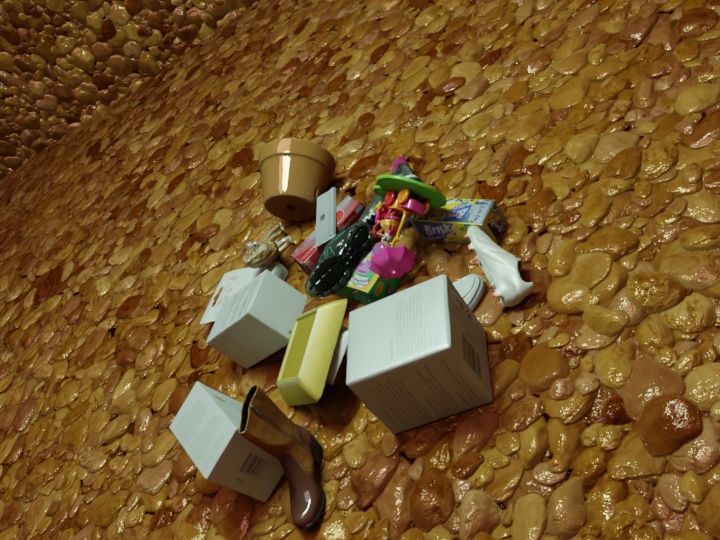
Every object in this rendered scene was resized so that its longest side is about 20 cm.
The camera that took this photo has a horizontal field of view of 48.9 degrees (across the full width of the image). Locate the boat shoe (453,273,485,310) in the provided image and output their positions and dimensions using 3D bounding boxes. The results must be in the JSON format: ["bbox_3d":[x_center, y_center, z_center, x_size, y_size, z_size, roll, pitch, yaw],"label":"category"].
[{"bbox_3d":[0.149,0.071,1.488,0.200,0.067,0.073,-44,36,-4],"label":"boat shoe"}]

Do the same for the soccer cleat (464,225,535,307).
[{"bbox_3d":[0.258,-0.014,1.480,0.077,0.070,0.202,-26,48,4],"label":"soccer cleat"}]

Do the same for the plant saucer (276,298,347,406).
[{"bbox_3d":[-0.104,0.155,1.536,0.199,0.048,0.203,-26,45,65],"label":"plant saucer"}]

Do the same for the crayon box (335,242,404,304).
[{"bbox_3d":[0.000,0.000,1.704,0.199,0.058,0.119,16,64,49],"label":"crayon box"}]

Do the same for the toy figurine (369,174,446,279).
[{"bbox_3d":[0.063,-0.075,1.589,0.199,0.149,0.187,4,73,62],"label":"toy figurine"}]

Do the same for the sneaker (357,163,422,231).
[{"bbox_3d":[0.056,-0.158,1.753,0.200,0.066,0.091,-46,42,27],"label":"sneaker"}]

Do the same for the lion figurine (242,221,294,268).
[{"bbox_3d":[-0.225,-0.056,1.922,0.122,0.073,0.200,-37,4,-1],"label":"lion figurine"}]

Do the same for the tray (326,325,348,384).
[{"bbox_3d":[-0.069,0.150,1.552,0.109,0.022,0.200,-68,17,-1],"label":"tray"}]

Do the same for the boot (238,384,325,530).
[{"bbox_3d":[-0.135,0.322,1.365,0.068,0.201,0.190,-19,40,25],"label":"boot"}]

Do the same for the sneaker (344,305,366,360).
[{"bbox_3d":[0.009,0.129,1.531,0.074,0.090,0.202,-25,40,17],"label":"sneaker"}]

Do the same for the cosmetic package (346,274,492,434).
[{"bbox_3d":[0.100,0.147,1.366,0.198,0.168,0.168,-22,40,22],"label":"cosmetic package"}]

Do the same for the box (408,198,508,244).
[{"bbox_3d":[0.197,-0.102,1.621,0.198,0.070,0.065,9,59,46],"label":"box"}]

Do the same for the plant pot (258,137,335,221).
[{"bbox_3d":[-0.166,-0.218,1.986,0.198,0.199,0.142,-11,60,33],"label":"plant pot"}]

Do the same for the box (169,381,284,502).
[{"bbox_3d":[-0.245,0.321,1.494,0.107,0.152,0.199,-58,37,-2],"label":"box"}]

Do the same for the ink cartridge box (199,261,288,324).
[{"bbox_3d":[-0.280,0.066,1.904,0.198,0.047,0.162,-12,44,38],"label":"ink cartridge box"}]

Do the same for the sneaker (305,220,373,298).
[{"bbox_3d":[-0.050,-0.019,1.674,0.200,0.076,0.079,-49,23,-21],"label":"sneaker"}]

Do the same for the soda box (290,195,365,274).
[{"bbox_3d":[-0.065,-0.077,1.840,0.200,0.064,0.070,-47,36,-10],"label":"soda box"}]

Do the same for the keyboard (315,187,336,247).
[{"bbox_3d":[-0.081,-0.127,1.849,0.056,0.011,0.202,-33,32,23],"label":"keyboard"}]

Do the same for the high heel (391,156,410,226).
[{"bbox_3d":[0.123,-0.197,1.783,0.095,0.067,0.202,-30,41,30],"label":"high heel"}]

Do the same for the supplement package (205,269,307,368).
[{"bbox_3d":[-0.223,0.107,1.693,0.199,0.116,0.119,-32,30,46],"label":"supplement package"}]
